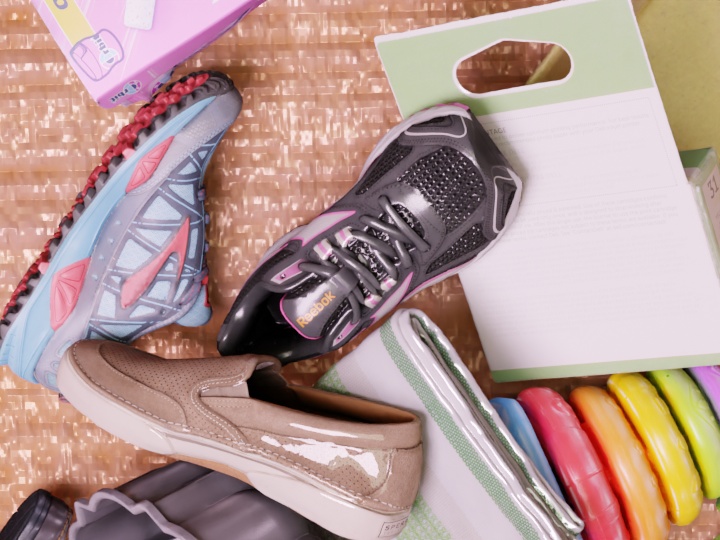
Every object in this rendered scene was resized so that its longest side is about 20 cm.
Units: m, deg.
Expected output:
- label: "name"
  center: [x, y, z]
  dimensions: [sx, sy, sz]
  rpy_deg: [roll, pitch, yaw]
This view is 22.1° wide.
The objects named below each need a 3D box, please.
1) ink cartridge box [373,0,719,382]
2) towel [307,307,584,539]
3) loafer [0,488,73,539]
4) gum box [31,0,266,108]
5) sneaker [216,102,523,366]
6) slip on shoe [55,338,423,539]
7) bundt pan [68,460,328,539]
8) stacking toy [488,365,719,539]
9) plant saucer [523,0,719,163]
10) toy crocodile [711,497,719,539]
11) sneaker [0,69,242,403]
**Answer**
- label: "ink cartridge box"
  center: [0.105, -0.043, 0.921]
  dimensions: [0.145, 0.048, 0.201]
  rpy_deg: [-6, 114, 34]
- label: "towel"
  center: [0.015, 0.125, 0.956]
  dimensions: [0.150, 0.031, 0.200]
  rpy_deg: [55, 135, 11]
- label: "loafer"
  center: [-0.193, 0.215, 1.028]
  dimensions: [0.072, 0.073, 0.201]
  rpy_deg: [22, 109, -8]
- label: "gum box"
  center: [-0.132, -0.194, 0.957]
  dimensions: [0.113, 0.066, 0.201]
  rpy_deg: [-31, 95, 7]
- label: "sneaker"
  center: [0.000, 0.000, 0.924]
  dimensions: [0.080, 0.086, 0.200]
  rpy_deg: [44, 131, -3]
- label: "slip on shoe"
  center: [-0.060, 0.067, 0.919]
  dimensions: [0.199, 0.076, 0.061]
  rpy_deg: [24, 109, 23]
- label: "bundt pan"
  center: [-0.062, 0.181, 0.963]
  dimensions: [0.076, 0.202, 0.203]
  rpy_deg: [-35, 96, -32]
- label: "stacking toy"
  center: [0.169, 0.084, 0.968]
  dimensions: [0.199, 0.110, 0.117]
  rpy_deg: [-25, 86, -4]
- label: "plant saucer"
  center: [0.209, -0.098, 0.955]
  dimensions: [0.199, 0.048, 0.200]
  rpy_deg: [37, 99, -2]
- label: "toy crocodile"
  center: [0.201, 0.162, 0.988]
  dimensions: [0.068, 0.062, 0.200]
  rpy_deg: [45, 99, -3]
- label: "sneaker"
  center: [-0.111, -0.014, 0.990]
  dimensions: [0.095, 0.079, 0.201]
  rpy_deg: [33, 107, -14]
